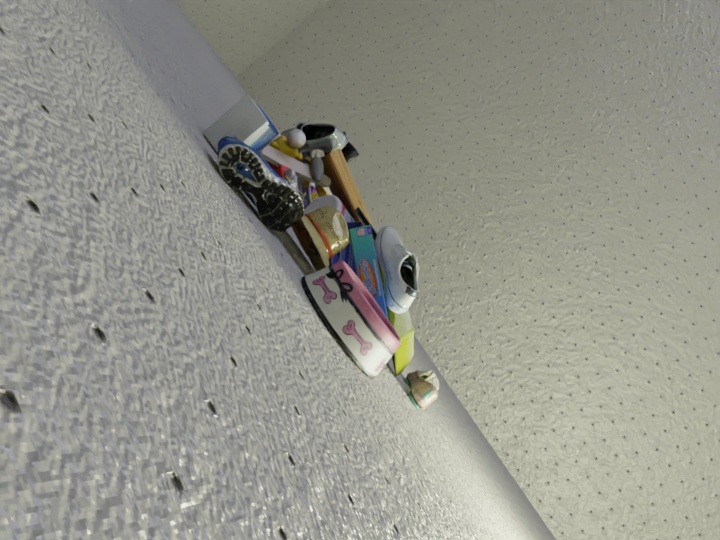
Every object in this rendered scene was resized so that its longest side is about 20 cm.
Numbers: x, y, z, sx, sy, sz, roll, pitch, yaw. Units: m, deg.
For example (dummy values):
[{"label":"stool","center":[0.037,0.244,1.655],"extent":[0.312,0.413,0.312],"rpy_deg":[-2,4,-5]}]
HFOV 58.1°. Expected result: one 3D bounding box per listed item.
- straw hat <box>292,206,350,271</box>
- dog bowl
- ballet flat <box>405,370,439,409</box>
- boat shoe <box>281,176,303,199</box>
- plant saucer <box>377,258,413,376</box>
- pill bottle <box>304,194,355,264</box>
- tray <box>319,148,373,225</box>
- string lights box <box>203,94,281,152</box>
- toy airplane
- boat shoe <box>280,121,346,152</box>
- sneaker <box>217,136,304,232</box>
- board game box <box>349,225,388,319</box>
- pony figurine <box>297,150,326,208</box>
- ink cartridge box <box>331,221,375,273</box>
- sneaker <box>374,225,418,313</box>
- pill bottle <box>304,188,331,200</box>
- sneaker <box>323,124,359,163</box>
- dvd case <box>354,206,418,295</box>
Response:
[{"label":"straw hat","center":[-0.066,-0.072,1.208],"extent":[0.203,0.084,0.202],"rpy_deg":[58,-12,19]},{"label":"dog bowl","center":[-0.009,0.071,1.055],"extent":[0.202,0.073,0.200],"rpy_deg":[54,3,-5]},{"label":"ballet flat","center":[0.141,0.254,1.422],"extent":[0.069,0.067,0.200],"rpy_deg":[53,3,-4]},{"label":"boat shoe","center":[-0.157,-0.156,1.303],"extent":[0.074,0.069,0.200],"rpy_deg":[53,3,3]},{"label":"plant saucer","center":[0.074,0.089,1.337],"extent":[0.201,0.047,0.204],"rpy_deg":[82,-3,-62]},{"label":"pill bottle","center":[-0.050,-0.071,1.559],"extent":[0.201,0.119,0.120],"rpy_deg":[52,3,-37]},{"label":"tray","center":[-0.040,-0.195,1.613],"extent":[0.203,0.037,0.098],"rpy_deg":[65,-20,-10]},{"label":"string lights box","center":[-0.211,-0.250,1.189],"extent":[0.059,0.102,0.200],"rpy_deg":[51,3,-5]},{"label":"toy airplane","center":[-0.176,-0.267,1.539],"extent":[0.198,0.142,0.199],"rpy_deg":[41,20,14]},{"label":"boat shoe","center":[-0.130,-0.343,1.628],"extent":[0.197,0.071,0.072],"rpy_deg":[7,-24,28]},{"label":"sneaker","center":[-0.161,-0.146,1.058],"extent":[0.201,0.078,0.090],"rpy_deg":[51,6,-42]},{"label":"board game box","center":[0.020,0.036,1.244],"extent":[0.152,0.044,0.205],"rpy_deg":[79,1,-73]},{"label":"pony figurine","center":[-0.146,-0.252,1.729],"extent":[0.194,0.163,0.204],"rpy_deg":[127,-39,-57]},{"label":"ink cartridge box","center":[0.000,0.000,1.440],"extent":[0.201,0.046,0.201],"rpy_deg":[54,33,-50]},{"label":"sneaker","center":[0.079,-0.014,1.247],"extent":[0.072,0.071,0.203],"rpy_deg":[22,42,-35]},{"label":"pill bottle","center":[-0.094,-0.163,1.964],"extent":[0.202,0.112,0.113],"rpy_deg":[54,3,4]},{"label":"sneaker","center":[-0.067,-0.328,1.676],"extent":[0.200,0.073,0.090],"rpy_deg":[42,-21,60]},{"label":"dvd case","center":[0.060,-0.039,1.456],"extent":[0.202,0.016,0.149],"rpy_deg":[57,2,23]}]
